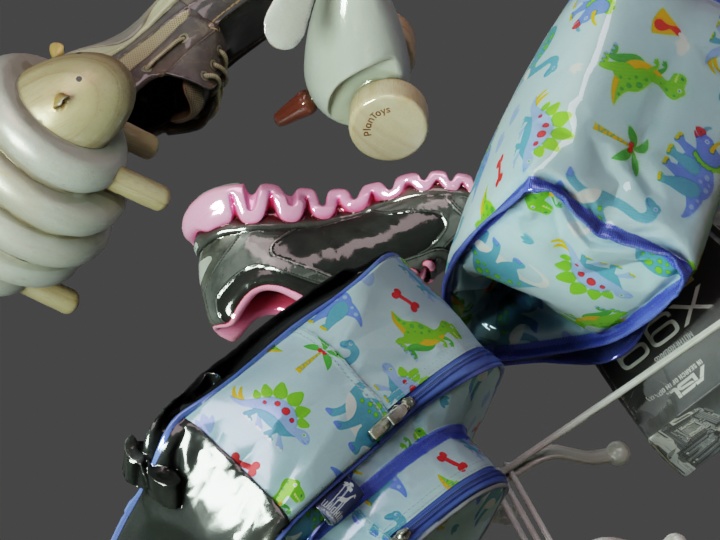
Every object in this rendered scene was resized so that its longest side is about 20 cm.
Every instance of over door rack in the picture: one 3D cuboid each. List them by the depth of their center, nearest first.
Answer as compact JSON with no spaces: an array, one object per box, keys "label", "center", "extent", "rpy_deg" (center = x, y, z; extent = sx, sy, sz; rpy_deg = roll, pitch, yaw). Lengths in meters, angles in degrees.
[{"label":"over door rack","center":[0.164,0.112,1.439],"extent":[0.200,0.067,0.148],"rpy_deg":[-42,48,13]}]

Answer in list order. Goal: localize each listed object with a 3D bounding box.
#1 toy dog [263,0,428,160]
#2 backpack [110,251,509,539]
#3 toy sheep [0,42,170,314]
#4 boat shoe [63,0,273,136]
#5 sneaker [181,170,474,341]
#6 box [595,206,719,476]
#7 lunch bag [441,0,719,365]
[{"label":"toy dog","center":[-0.029,-0.155,1.725],"extent":[0.096,0.201,0.132],"rpy_deg":[-18,16,9]},{"label":"backpack","center":[-0.013,0.106,1.431],"extent":[0.147,0.183,0.200],"rpy_deg":[41,58,11]},{"label":"toy sheep","center":[-0.194,-0.047,1.625],"extent":[0.138,0.200,0.138],"rpy_deg":[33,25,-17]},{"label":"boat shoe","center":[-0.114,-0.116,1.763],"extent":[0.199,0.075,0.073],"rpy_deg":[-34,59,-17]},{"label":"sneaker","center":[0.000,0.000,1.632],"extent":[0.199,0.079,0.096],"rpy_deg":[-5,64,0]},{"label":"box","center":[0.209,-0.008,1.562],"extent":[0.200,0.050,0.158],"rpy_deg":[-37,45,8]},{"label":"lunch bag","center":[0.120,-0.049,1.523],"extent":[0.127,0.200,0.171],"rpy_deg":[31,61,-10]}]
